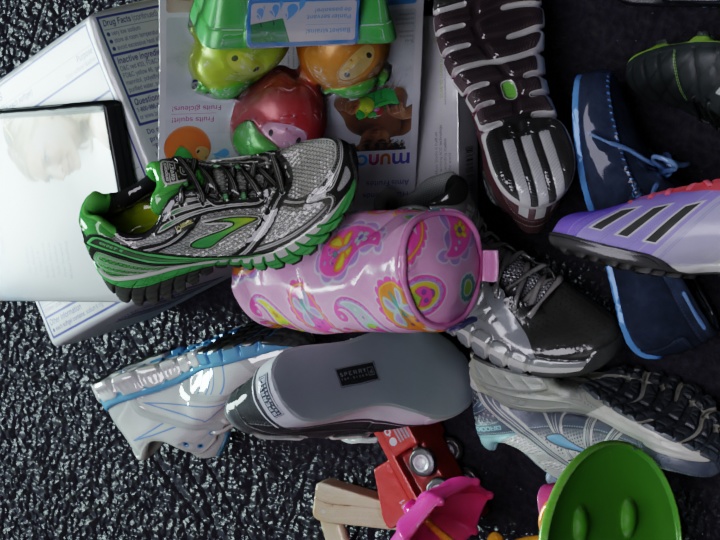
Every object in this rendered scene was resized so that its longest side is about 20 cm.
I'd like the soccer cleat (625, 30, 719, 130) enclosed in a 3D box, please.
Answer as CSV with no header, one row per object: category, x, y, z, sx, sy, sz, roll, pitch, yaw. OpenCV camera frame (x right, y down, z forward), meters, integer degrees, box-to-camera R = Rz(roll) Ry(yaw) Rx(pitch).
soccer cleat,0.261,-0.104,1.612,0.200,0.068,0.081,9,73,26

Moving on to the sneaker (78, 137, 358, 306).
sneaker,-0.094,-0.042,1.651,0.200,0.085,0.078,-21,48,11

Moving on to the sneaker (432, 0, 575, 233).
sneaker,0.094,-0.115,1.705,0.075,0.116,0.201,-9,67,-3

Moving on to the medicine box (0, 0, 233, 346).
medicine box,-0.175,-0.072,1.818,0.182,0.103,0.200,-27,84,45

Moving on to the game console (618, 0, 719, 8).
game console,0.234,-0.252,1.585,0.200,0.119,0.173,4,99,29

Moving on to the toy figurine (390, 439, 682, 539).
toy figurine,0.101,0.212,1.671,0.184,0.150,0.201,-2,92,43

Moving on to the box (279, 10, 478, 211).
box,-0.010,-0.115,1.786,0.199,0.036,0.145,4,100,27

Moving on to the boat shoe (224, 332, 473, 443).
boat shoe,-0.007,0.086,1.709,0.068,0.199,0.074,-29,77,43

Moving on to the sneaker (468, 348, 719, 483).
sneaker,0.165,0.111,1.711,0.200,0.078,0.087,19,119,32

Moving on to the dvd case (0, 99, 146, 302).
dvd case,-0.230,-0.048,1.793,0.200,0.018,0.143,0,104,45

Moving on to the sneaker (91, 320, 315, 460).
sneaker,-0.105,0.092,1.854,0.200,0.075,0.087,-19,96,36

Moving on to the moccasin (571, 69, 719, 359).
moccasin,0.195,-0.043,1.670,0.068,0.080,0.200,-11,106,24

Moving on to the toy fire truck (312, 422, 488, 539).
toy fire truck,0.014,0.168,1.804,0.141,0.049,0.200,-34,80,29

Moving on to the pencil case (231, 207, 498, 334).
pencil case,0.000,0.000,1.675,0.200,0.087,0.088,-2,97,50

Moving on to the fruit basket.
fruit basket,-0.046,-0.130,1.683,0.185,0.094,0.201,-3,110,-12

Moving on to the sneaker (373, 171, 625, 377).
sneaker,0.086,-0.005,1.691,0.200,0.075,0.116,19,137,27

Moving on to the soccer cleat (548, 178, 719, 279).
soccer cleat,0.222,-0.030,1.598,0.199,0.068,0.073,5,90,14
